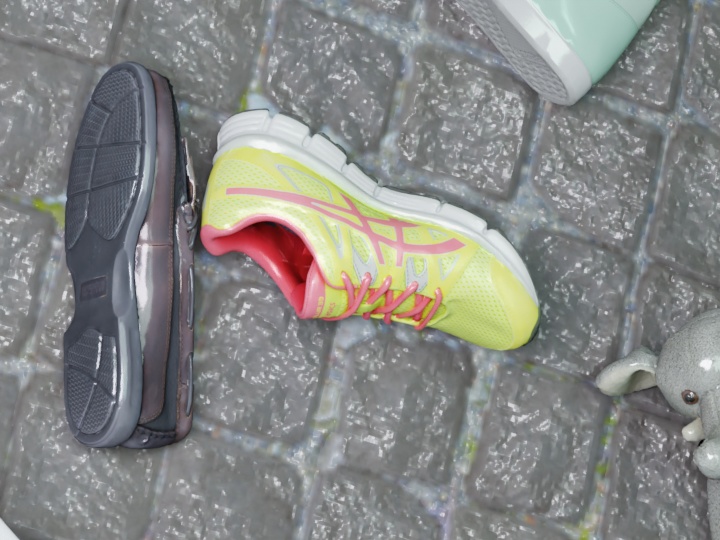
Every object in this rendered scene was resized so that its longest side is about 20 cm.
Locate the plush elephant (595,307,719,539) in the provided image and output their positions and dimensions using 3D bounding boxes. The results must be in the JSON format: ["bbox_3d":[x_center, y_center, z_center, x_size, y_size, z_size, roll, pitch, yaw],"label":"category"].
[{"bbox_3d":[0.223,0.084,1.556,0.155,0.165,0.201,29,40,-28],"label":"plush elephant"}]

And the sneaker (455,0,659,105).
[{"bbox_3d":[0.091,-0.204,1.603,0.118,0.074,0.201,-45,107,-17],"label":"sneaker"}]

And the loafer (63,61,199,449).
[{"bbox_3d":[-0.114,-0.006,1.491,0.063,0.072,0.201,10,81,-40],"label":"loafer"}]

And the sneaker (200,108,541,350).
[{"bbox_3d":[0.000,0.000,1.516,0.199,0.078,0.090,27,53,-4],"label":"sneaker"}]

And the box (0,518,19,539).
[{"bbox_3d":[-0.269,0.118,1.376,0.124,0.097,0.200,-43,97,-24],"label":"box"}]
